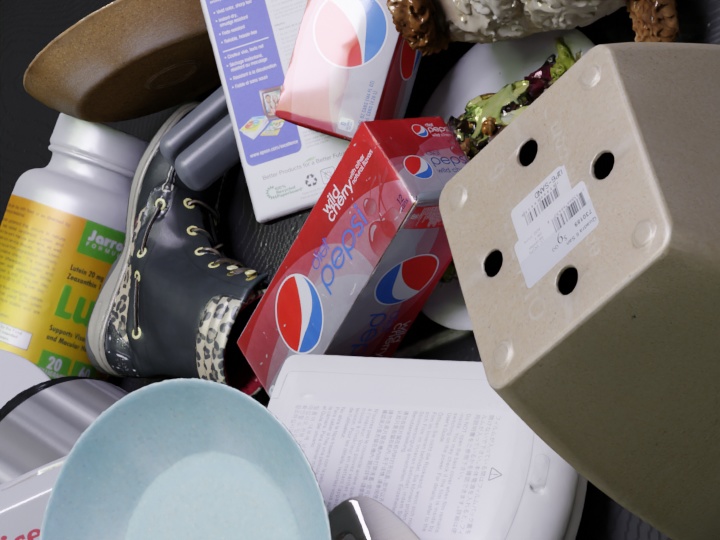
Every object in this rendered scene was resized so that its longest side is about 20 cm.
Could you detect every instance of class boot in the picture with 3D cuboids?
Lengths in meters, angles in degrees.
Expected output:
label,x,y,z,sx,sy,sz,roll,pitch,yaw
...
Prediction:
label,x,y,z,sx,sy,sz,roll,pitch,yaw
boot,-0.100,-0.011,1.711,0.153,0.073,0.205,13,80,47

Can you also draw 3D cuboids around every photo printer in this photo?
label,x,y,z,sx,sy,sz,roll,pitch,yaw
photo printer,0.032,0.130,1.416,0.199,0.070,0.167,1,58,27

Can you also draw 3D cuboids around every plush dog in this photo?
label,x,y,z,sx,sy,sz,roll,pitch,yaw
plush dog,0.108,-0.191,1.486,0.200,0.161,0.171,-36,10,-27

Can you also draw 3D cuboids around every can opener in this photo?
label,x,y,z,sx,sy,sz,roll,pitch,yaw
can opener,-0.059,-0.142,1.681,0.200,0.067,0.053,-40,46,0

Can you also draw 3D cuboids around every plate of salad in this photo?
label,x,y,z,sx,sy,sz,roll,pitch,yaw
plate of salad,0.079,-0.063,1.521,0.199,0.048,0.202,-27,53,43

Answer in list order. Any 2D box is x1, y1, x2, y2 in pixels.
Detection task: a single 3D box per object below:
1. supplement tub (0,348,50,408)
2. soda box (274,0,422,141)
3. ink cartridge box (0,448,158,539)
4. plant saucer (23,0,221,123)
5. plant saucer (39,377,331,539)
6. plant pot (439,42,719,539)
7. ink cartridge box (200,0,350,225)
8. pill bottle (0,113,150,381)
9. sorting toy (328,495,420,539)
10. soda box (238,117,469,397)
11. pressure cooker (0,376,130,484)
label,x,y,z,sx,sy,sz,roll,pitch,yaw
supplement tub,-0.279,0.156,1.745,0.200,0.139,0.141,117,152,-54
soda box,0.011,-0.181,1.568,0.070,0.063,0.202,16,92,17
ink cartridge box,-0.151,0.213,1.444,0.144,0.201,0.084,-24,6,-1
plant saucer,-0.138,-0.151,1.736,0.200,0.199,0.036,-33,75,39
plant saucer,-0.089,0.161,1.348,0.200,0.039,0.203,-5,81,33
plant pot,0.157,-0.005,1.288,0.200,0.176,0.201,-42,44,32
ink cartridge box,-0.046,-0.139,1.631,0.094,0.037,0.202,-16,86,14
pill bottle,-0.214,-0.007,1.812,0.111,0.111,0.201,17,87,53
sorting toy,0.007,0.225,1.334,0.200,0.106,0.181,-44,67,33
soda box,0.000,0.000,1.521,0.070,0.063,0.201,57,134,30
pressure cooker,-0.148,0.180,1.583,0.199,0.175,0.180,26,95,41
